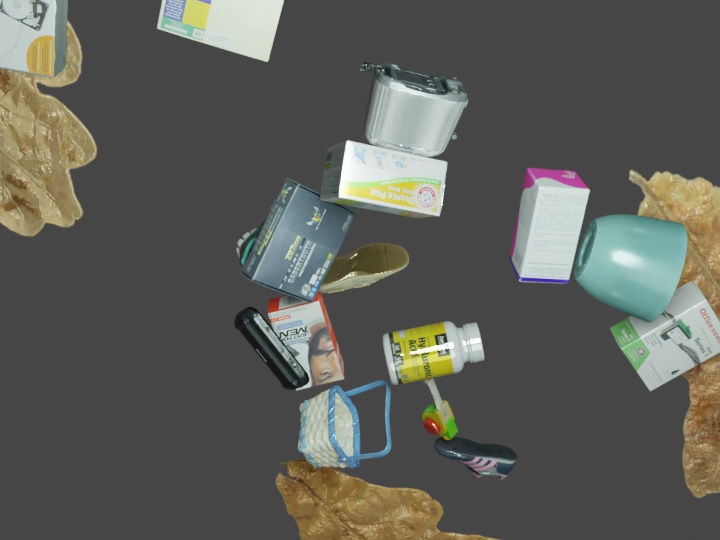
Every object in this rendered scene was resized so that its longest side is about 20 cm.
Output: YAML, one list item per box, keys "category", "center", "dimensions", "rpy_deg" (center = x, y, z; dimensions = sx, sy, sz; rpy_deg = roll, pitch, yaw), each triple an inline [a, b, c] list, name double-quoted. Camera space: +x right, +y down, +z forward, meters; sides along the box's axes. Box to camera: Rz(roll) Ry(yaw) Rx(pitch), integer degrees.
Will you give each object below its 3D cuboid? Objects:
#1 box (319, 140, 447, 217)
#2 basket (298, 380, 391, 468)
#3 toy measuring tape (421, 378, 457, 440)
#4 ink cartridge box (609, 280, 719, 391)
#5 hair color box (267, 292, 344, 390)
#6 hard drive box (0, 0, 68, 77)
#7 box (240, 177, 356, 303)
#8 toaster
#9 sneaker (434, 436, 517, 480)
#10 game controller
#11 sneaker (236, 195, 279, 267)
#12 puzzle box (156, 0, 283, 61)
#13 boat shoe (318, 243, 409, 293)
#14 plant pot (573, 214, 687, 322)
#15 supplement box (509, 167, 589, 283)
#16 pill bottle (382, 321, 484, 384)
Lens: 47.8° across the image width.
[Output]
- category: "box"
  center: [0.043, -0.162, 1.478]
  dimensions: [0.200, 0.112, 0.102]
  rpy_deg: [9, 89, -21]
- category: "basket"
  center: [-0.028, 0.331, 1.748]
  dimensions: [0.200, 0.177, 0.139]
  rpy_deg: [-19, 133, 22]
- category: "toy measuring tape"
  center: [0.158, 0.299, 1.790]
  dimensions: [0.073, 0.074, 0.200]
  rpy_deg: [-20, 121, 8]
- category: "ink cartridge box"
  center: [0.658, 0.139, 1.722]
  dimensions: [0.200, 0.084, 0.146]
  rpy_deg: [-34, 115, 15]
- category: "hair color box"
  center: [-0.111, 0.145, 1.699]
  dimensions: [0.111, 0.064, 0.200]
  rpy_deg: [-15, 119, 5]
- category: "hard drive box"
  center: [-0.602, -0.423, 1.362]
  dimensions: [0.200, 0.077, 0.156]
  rpy_deg: [8, 117, -7]
- category: "box"
  center: [-0.115, -0.053, 1.532]
  dimensions: [0.158, 0.051, 0.200]
  rpy_deg: [24, 94, -42]
- category: "toaster"
  center: [0.085, -0.286, 1.450]
  dimensions: [0.200, 0.114, 0.129]
  rpy_deg: [10, 120, -11]
- category: "sneaker"
  center: [0.258, 0.439, 1.872]
  dimensions: [0.200, 0.070, 0.082]
  rpy_deg: [14, 114, -8]
- category: "game controller"
  center: [-0.184, 0.162, 1.670]
  dimensions: [0.042, 0.104, 0.200]
  rpy_deg: [-39, 95, -24]
- category: "sneaker"
  center: [-0.164, -0.071, 1.563]
  dimensions: [0.078, 0.091, 0.200]
  rpy_deg: [36, 110, -17]
- category: "puzzle box"
  center: [-0.238, -0.452, 1.393]
  dimensions: [0.200, 0.025, 0.133]
  rpy_deg: [15, 117, -10]
- category: "boat shoe"
  center: [0.000, 0.000, 1.631]
  dimensions: [0.200, 0.072, 0.065]
  rpy_deg: [-16, 154, -2]
- category: "plant pot"
  center: [0.510, -0.018, 1.575]
  dimensions: [0.161, 0.201, 0.201]
  rpy_deg: [16, 117, 2]
- category: "supplement box"
  center: [0.362, -0.087, 1.577]
  dimensions: [0.103, 0.101, 0.200]
  rpy_deg: [2, 118, -4]
- category: "pill bottle"
  center: [0.152, 0.167, 1.697]
  dimensions: [0.200, 0.111, 0.112]
  rpy_deg: [-12, 118, 3]
